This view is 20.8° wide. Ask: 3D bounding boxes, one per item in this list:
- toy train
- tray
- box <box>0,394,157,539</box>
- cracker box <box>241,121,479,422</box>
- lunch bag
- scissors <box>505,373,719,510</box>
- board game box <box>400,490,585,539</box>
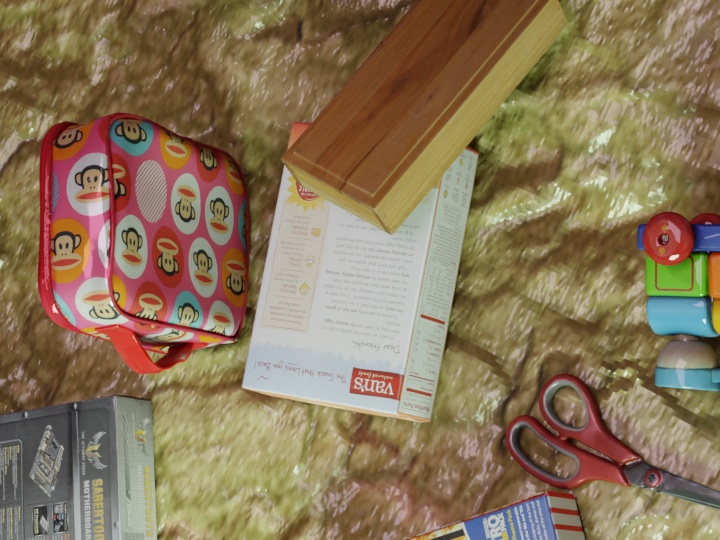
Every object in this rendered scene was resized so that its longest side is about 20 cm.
[{"bbox_3d":[0.273,0.022,1.232,0.199,0.085,0.116,1,92,32],"label":"toy train"},{"bbox_3d":[0.045,-0.126,1.372,0.098,0.037,0.200,29,73,39],"label":"tray"},{"bbox_3d":[-0.234,0.205,1.523,0.158,0.048,0.201,-12,75,29],"label":"box"},{"bbox_3d":[0.000,0.000,1.413,0.133,0.058,0.201,8,84,31],"label":"cracker box"},{"bbox_3d":[-0.153,-0.011,1.427,0.082,0.200,0.177,-8,76,25],"label":"lunch bag"},{"bbox_3d":[0.182,0.140,1.303,0.200,0.014,0.073,34,97,31],"label":"scissors"},{"bbox_3d":[0.067,0.250,1.330,0.199,0.046,0.152,-21,71,27],"label":"board game box"}]
